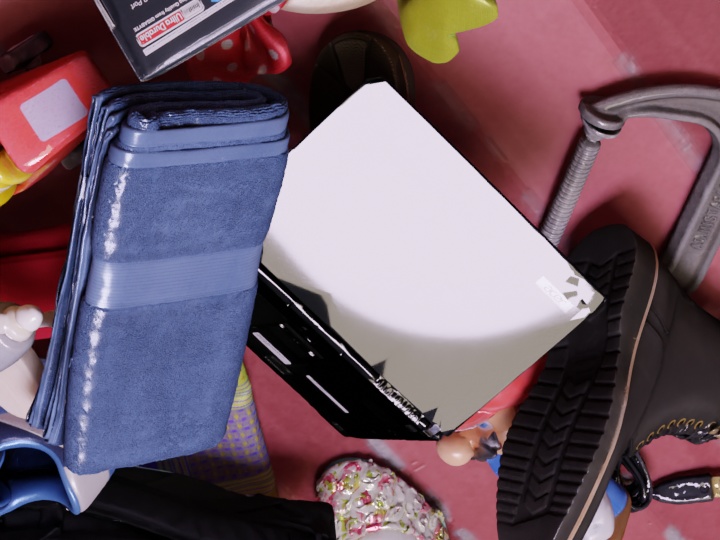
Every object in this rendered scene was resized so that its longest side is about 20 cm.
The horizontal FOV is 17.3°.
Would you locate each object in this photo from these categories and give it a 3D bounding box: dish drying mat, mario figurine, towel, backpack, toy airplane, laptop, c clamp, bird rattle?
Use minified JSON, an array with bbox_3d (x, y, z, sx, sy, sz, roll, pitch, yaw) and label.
[{"bbox_3d":[-0.176,0.010,1.298,0.199,0.018,0.077,-7,134,25],"label":"dish drying mat"},{"bbox_3d":[0.084,0.110,1.410,0.123,0.106,0.200,-12,140,23],"label":"mario figurine"},{"bbox_3d":[-0.124,0.129,1.448,0.143,0.023,0.201,-10,130,-2],"label":"towel"},{"bbox_3d":[-0.100,0.002,1.192,0.111,0.048,0.201,-5,119,-36],"label":"towel"},{"bbox_3d":[-0.132,0.190,1.387,0.199,0.164,0.154,23,136,-18],"label":"backpack"},{"bbox_3d":[-0.235,-0.035,1.213,0.199,0.141,0.200,16,110,6],"label":"toy airplane"},{"bbox_3d":[0.000,0.000,1.288,0.177,0.200,0.103,44,72,-15],"label":"laptop"},{"bbox_3d":[0.138,-0.032,1.363,0.170,0.027,0.201,13,125,-20],"label":"c clamp"},{"bbox_3d":[-0.025,-0.177,1.196,0.199,0.113,0.164,-4,118,9],"label":"bird rattle"}]

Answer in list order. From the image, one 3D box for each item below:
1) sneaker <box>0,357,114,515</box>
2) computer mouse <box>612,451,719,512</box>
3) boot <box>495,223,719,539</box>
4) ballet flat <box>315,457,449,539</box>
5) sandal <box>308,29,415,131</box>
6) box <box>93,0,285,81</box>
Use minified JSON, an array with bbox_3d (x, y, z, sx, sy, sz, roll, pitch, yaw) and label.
[{"bbox_3d":[-0.230,0.092,1.341,0.199,0.083,0.074,4,143,10],"label":"sneaker"},{"bbox_3d":[0.237,0.094,1.470,0.199,0.046,0.141,-14,128,1],"label":"computer mouse"},{"bbox_3d":[0.162,0.093,1.345,0.138,0.201,0.077,34,159,-35],"label":"boot"},{"bbox_3d":[0.033,0.200,1.507,0.075,0.064,0.200,-24,128,11],"label":"ballet flat"},{"bbox_3d":[0.001,-0.048,1.307,0.081,0.055,0.201,24,127,25],"label":"sandal"},{"bbox_3d":[-0.058,-0.208,1.124,0.199,0.046,0.159,-30,94,13],"label":"box"}]
